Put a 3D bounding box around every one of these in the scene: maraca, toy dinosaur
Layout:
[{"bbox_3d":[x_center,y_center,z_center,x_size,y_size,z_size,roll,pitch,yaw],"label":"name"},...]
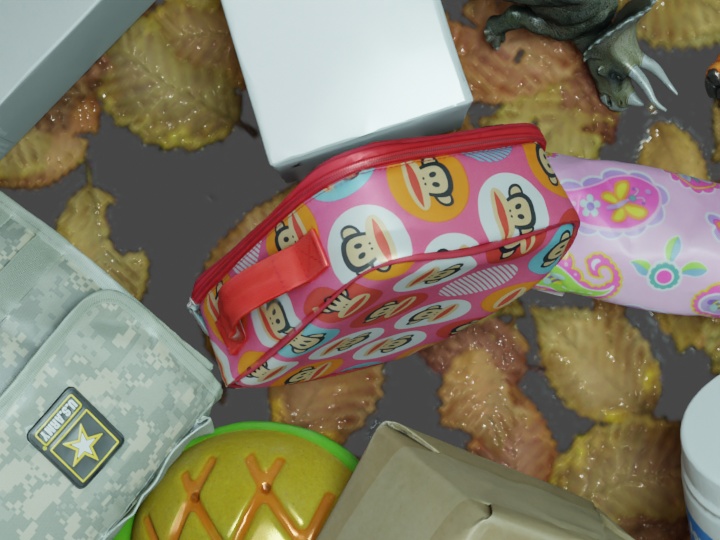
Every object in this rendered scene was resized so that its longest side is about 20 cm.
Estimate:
[{"bbox_3d":[-0.080,0.157,0.973,0.197,0.107,0.139,-8,83,12],"label":"maraca"},{"bbox_3d":[0.105,-0.165,0.961,0.101,0.200,0.078,6,70,33],"label":"toy dinosaur"}]

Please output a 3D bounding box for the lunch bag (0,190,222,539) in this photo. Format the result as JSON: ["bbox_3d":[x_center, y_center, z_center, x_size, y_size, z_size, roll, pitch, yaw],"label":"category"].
[{"bbox_3d":[-0.193,0.068,0.941,0.199,0.118,0.164,36,73,11],"label":"lunch bag"}]

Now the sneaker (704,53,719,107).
[{"bbox_3d":[0.300,-0.089,0.987,0.199,0.075,0.079,32,86,0],"label":"sneaker"}]

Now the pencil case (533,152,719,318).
[{"bbox_3d":[0.163,-0.016,0.984,0.197,0.087,0.089,9,89,1],"label":"pencil case"}]

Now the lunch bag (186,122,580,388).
[{"bbox_3d":[0.000,0.000,0.906,0.175,0.200,0.083,-12,74,-36],"label":"lunch bag"}]

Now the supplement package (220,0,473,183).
[{"bbox_3d":[-0.022,-0.164,0.970,0.116,0.117,0.202,-17,88,0],"label":"supplement package"}]

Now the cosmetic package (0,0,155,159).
[{"bbox_3d":[-0.218,-0.137,0.989,0.107,0.090,0.200,43,93,5],"label":"cosmetic package"}]

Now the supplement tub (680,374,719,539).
[{"bbox_3d":[0.244,0.159,0.917,0.130,0.132,0.202,-15,119,1],"label":"supplement tub"}]

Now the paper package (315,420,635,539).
[{"bbox_3d":[0.050,0.209,0.919,0.190,0.103,0.202,24,98,-39],"label":"paper package"}]
